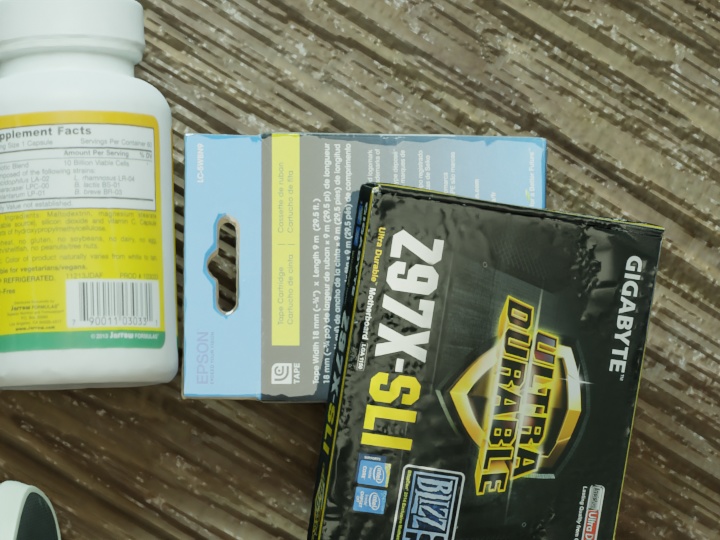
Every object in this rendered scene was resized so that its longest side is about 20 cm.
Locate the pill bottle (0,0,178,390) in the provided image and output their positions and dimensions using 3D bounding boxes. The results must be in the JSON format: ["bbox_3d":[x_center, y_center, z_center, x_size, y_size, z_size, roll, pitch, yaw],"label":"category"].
[{"bbox_3d":[-0.153,-0.040,1.157,0.112,0.113,0.202,-1,86,-8],"label":"pill bottle"}]

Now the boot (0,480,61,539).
[{"bbox_3d":[-0.230,0.203,1.114,0.143,0.072,0.201,-5,61,22],"label":"boot"}]

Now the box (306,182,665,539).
[{"bbox_3d":[0.064,0.063,1.152,0.158,0.049,0.202,9,94,-8],"label":"box"}]

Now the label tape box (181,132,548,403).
[{"bbox_3d":[0.000,0.000,1.200,0.198,0.063,0.146,1,87,-8],"label":"label tape box"}]
